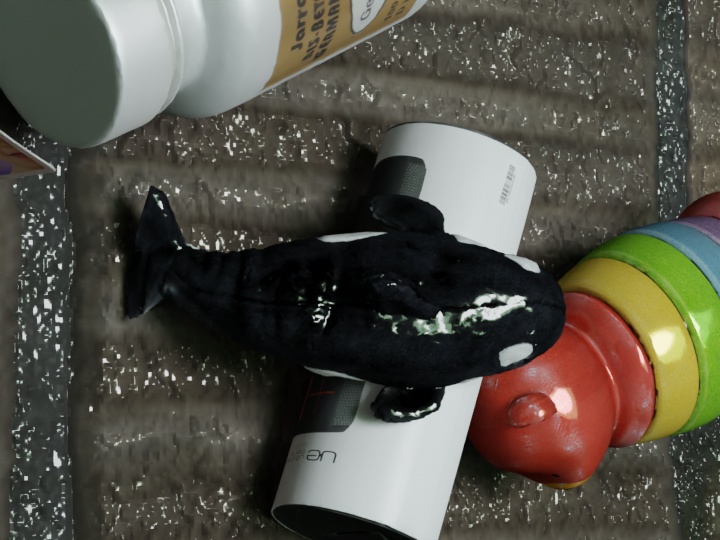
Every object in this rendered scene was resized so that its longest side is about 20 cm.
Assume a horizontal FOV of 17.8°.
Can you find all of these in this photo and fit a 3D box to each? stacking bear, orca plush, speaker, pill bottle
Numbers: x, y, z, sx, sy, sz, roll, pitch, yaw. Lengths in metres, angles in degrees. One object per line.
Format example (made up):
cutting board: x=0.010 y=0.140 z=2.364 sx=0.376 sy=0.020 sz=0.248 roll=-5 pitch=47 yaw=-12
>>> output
stacking bear: x=0.136 y=0.044 z=1.177 sx=0.200 sy=0.121 sz=0.114 roll=-26 pitch=106 yaw=-34
orca plush: x=0.000 y=0.000 z=1.018 sx=0.199 sy=0.071 sz=0.105 roll=21 pitch=70 yaw=-5
speaker: x=0.022 y=0.036 z=1.093 sx=0.081 sy=0.081 sz=0.201 roll=32 pitch=66 yaw=-37
pill bottle: x=-0.064 y=-0.131 z=1.006 sx=0.200 sy=0.114 sz=0.115 roll=-32 pitch=107 yaw=-40

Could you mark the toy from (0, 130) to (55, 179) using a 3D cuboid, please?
toy: x=-0.221 y=-0.077 z=0.852 sx=0.200 sy=0.115 sz=0.047 roll=38 pitch=65 yaw=-34
